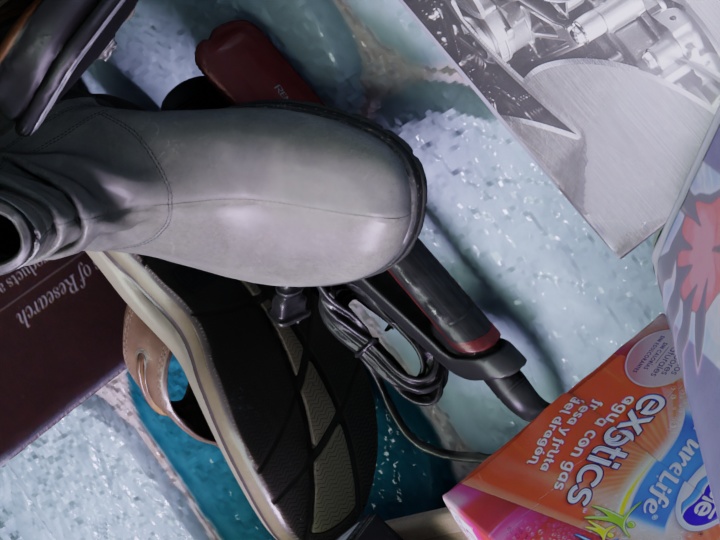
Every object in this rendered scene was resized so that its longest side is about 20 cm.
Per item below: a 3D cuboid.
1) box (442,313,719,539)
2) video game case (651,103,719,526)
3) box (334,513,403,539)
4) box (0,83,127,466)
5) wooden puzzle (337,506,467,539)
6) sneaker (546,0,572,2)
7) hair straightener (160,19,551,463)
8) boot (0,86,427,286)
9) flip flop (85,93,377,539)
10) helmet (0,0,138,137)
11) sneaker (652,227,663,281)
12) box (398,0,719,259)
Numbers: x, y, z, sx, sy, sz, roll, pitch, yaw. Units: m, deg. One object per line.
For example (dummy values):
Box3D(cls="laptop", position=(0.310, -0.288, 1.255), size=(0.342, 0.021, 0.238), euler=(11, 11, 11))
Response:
Box3D(cls="box", position=(0.122, 0.125, 0.766), size=(0.100, 0.095, 0.200), euler=(40, 166, 50))
Box3D(cls="video game case", position=(0.125, 0.005, 0.591), size=(0.200, 0.023, 0.183), euler=(106, 160, -49))
Box3D(cls="box", position=(0.011, 0.193, 0.937), size=(0.160, 0.044, 0.200), euler=(42, 145, 0))
Box3D(cls="box", position=(-0.207, -0.013, 0.967), size=(0.166, 0.164, 0.200), euler=(-21, 103, 46))
Box3D(cls="wooden puzzle", position=(0.047, 0.169, 0.957), size=(0.200, 0.046, 0.186), euler=(-16, 113, 51))
Box3D(cls="sneaker", position=(0.033, -0.161, 0.628), size=(0.115, 0.075, 0.200), euler=(-29, 107, 39))
Box3D(cls="hair straightener", position=(0.000, 0.000, 0.899), size=(0.200, 0.041, 0.077), euler=(45, 138, 1))
Box3D(cls="boot", position=(-0.088, -0.019, 0.822), size=(0.199, 0.131, 0.068), euler=(9, 108, 21))
Box3D(cls="flip flop", position=(-0.066, 0.022, 0.932), size=(0.200, 0.081, 0.058), euler=(52, 132, 6))
Box3D(cls="helmet", position=(-0.135, -0.161, 0.782), size=(0.200, 0.200, 0.191), euler=(32, 108, 20))
Box3D(cls="sneaker", position=(0.167, 0.035, 0.736), size=(0.200, 0.088, 0.076), euler=(28, 135, 25))
Box3D(cls="box", position=(0.097, -0.120, 0.699), size=(0.159, 0.048, 0.200), euler=(51, 131, 1))
